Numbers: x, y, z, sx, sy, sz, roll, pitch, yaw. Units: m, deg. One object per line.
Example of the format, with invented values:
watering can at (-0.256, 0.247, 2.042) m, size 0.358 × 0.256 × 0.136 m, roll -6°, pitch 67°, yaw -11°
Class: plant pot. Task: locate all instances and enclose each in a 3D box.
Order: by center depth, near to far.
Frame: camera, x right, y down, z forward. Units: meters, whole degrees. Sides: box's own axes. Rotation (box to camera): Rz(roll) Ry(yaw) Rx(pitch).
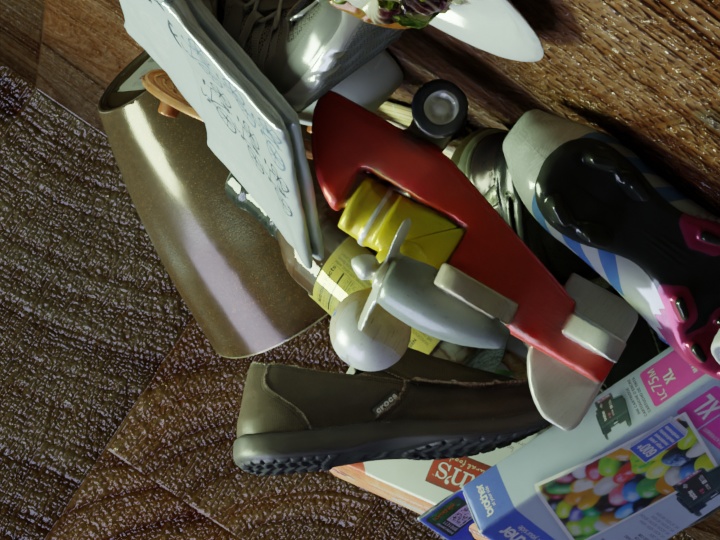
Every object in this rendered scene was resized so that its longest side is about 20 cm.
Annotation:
plant pot at (-0.094, -0.073, 1.997) m, size 0.200 × 0.187 × 0.187 m, roll 51°, pitch 169°, yaw -20°

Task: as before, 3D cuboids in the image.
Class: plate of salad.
plate of salad at (-0.005, -0.145, 1.254) m, size 0.200 × 0.048 × 0.200 m, roll 35°, pitch 175°, yaw 3°

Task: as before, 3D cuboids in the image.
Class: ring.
ring at (-0.041, -0.085, 1.695) m, size 0.199 × 0.019 × 0.200 m, roll 18°, pitch -169°, yaw -4°

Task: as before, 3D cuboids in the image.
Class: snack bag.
snack bag at (-0.088, -0.109, 1.503) m, size 0.200 × 0.021 × 0.189 m, roll 51°, pitch 170°, yaw 19°

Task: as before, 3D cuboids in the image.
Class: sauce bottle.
sauce bottle at (0.000, 0.000, 1.645) m, size 0.200 × 0.065 × 0.065 m, roll 44°, pitch 180°, yaw 22°

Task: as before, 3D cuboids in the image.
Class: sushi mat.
sushi mat at (0.054, -0.078, 1.758) m, size 0.096 × 0.012 × 0.200 m, roll 35°, pitch 175°, yaw -23°

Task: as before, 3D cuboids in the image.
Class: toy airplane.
toy airplane at (0.051, 0.011, 1.476) m, size 0.200 × 0.141 × 0.199 m, roll 50°, pitch -179°, yaw -44°

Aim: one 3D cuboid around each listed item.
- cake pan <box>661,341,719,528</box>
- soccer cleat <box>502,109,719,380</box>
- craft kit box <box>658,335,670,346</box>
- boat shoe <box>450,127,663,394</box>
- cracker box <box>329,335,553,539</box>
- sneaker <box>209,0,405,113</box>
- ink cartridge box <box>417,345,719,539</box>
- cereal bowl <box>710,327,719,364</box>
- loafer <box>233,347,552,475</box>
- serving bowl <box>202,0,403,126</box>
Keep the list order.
cake pan at (0.159, 0.078, 1.748) m, size 0.200 × 0.200 × 0.037 m, roll 33°, pitch 134°, yaw 9°
soccer cleat at (0.152, -0.018, 1.434) m, size 0.200 × 0.070 × 0.086 m, roll 41°, pitch -174°, yaw -29°
craft kit box at (0.261, 0.061, 1.571) m, size 0.200 × 0.049 × 0.198 m, roll 33°, pitch 178°, yaw 6°
boat shoe at (0.123, 0.006, 1.584) m, size 0.201 × 0.072 × 0.066 m, roll 57°, pitch 161°, yaw -17°
cracker box at (0.074, 0.055, 1.675) m, size 0.133 × 0.201 × 0.058 m, roll 21°, pitch 167°, yaw 26°
sneaker at (-0.040, -0.131, 1.457) m, size 0.082 × 0.075 × 0.200 m, roll 55°, pitch 159°, yaw -8°
ink cartridge box at (0.145, 0.121, 1.566) m, size 0.119 × 0.200 × 0.042 m, roll 38°, pitch -155°, yaw -48°
cereal bowl at (0.261, 0.053, 1.229) m, size 0.200 × 0.084 × 0.200 m, roll 34°, pitch 176°, yaw 3°
loafer at (0.025, 0.069, 1.541) m, size 0.199 × 0.071 × 0.073 m, roll -4°, pitch 168°, yaw -17°
serving bowl at (-0.073, -0.144, 1.639) m, size 0.200 × 0.066 × 0.200 m, roll 34°, pitch 175°, yaw 4°
